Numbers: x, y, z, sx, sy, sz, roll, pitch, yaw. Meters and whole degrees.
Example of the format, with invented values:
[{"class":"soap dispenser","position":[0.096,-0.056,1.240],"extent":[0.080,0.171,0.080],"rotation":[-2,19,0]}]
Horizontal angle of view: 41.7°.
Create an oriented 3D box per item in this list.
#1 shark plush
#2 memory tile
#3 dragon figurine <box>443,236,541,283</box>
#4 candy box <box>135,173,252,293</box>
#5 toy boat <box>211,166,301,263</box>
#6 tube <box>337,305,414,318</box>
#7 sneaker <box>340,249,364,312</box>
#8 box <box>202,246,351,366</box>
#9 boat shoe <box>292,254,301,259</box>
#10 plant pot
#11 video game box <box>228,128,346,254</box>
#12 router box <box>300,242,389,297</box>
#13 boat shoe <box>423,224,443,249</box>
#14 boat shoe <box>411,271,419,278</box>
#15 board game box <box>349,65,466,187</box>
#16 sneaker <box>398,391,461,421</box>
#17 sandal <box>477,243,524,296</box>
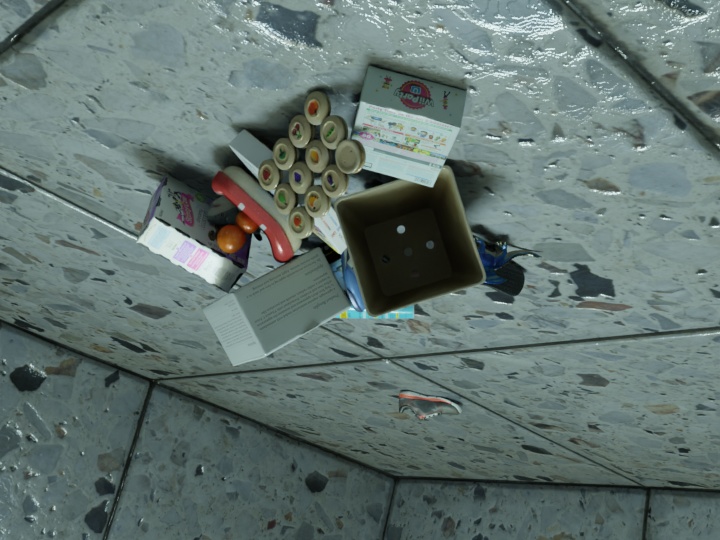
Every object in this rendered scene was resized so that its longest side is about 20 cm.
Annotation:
[{"class":"shark plush","position":[-0.198,-0.095,1.825],"extent":[0.200,0.084,0.091],"rotation":[28,155,-33]},{"class":"memory tile","position":[-0.079,-0.158,1.438],"extent":[0.017,0.154,0.200],"rotation":[-9,148,-47]},{"class":"dragon figurine","position":[0.233,-0.005,1.739],"extent":[0.199,0.100,0.059],"rotation":[9,176,-26]},{"class":"candy box","position":[-0.310,-0.072,1.796],"extent":[0.200,0.168,0.072],"rotation":[30,119,-20]},{"class":"toy boat","position":[-0.203,-0.084,1.700],"extent":[0.200,0.131,0.131],"rotation":[43,176,-5]},{"class":"tube","position":[0.009,0.075,1.918],"extent":[0.199,0.051,0.078],"rotation":[-2,150,2]},{"class":"sneaker","position":[0.005,-0.023,1.751],"extent":[0.082,0.201,0.074],"rotation":[-5,-176,2]},{"class":"box","position":[-0.159,0.070,1.766],"extent":[0.131,0.199,0.200],"rotation":[62,152,-2]},{"class":"boat shoe","position":[-0.064,-0.015,1.975],"extent":[0.199,0.057,0.069],"rotation":[-7,146,3]},{"class":"plant pot","position":[0.081,-0.041,1.595],"extent":[0.199,0.201,0.177],"rotation":[-17,176,0]},{"class":"video game box","position":[-0.114,-0.132,1.601],"extent":[0.200,0.047,0.182],"rotation":[40,172,30]},{"class":"router box","position":[0.000,0.000,1.900],"extent":[0.150,0.062,0.200],"rotation":[-27,140,28]},{"class":"boat shoe","position":[0.137,-0.036,1.781],"extent":[0.060,0.074,0.200],"rotation":[19,164,5]},{"class":"boat shoe","position":[0.088,0.043,1.811],"extent":[0.072,0.072,0.200],"rotation":[35,147,-33]},{"class":"board game box","position":[0.062,-0.209,1.403],"extent":[0.147,0.064,0.200],"rotation":[14,160,-3]},{"class":"sneaker","position":[0.211,0.432,2.916],"extent":[0.199,0.082,0.077],"rotation":[10,159,10]},{"class":"sandal","position":[0.235,-0.003,1.814],"extent":[0.200,0.076,0.048],"rotation":[30,171,-36]}]
